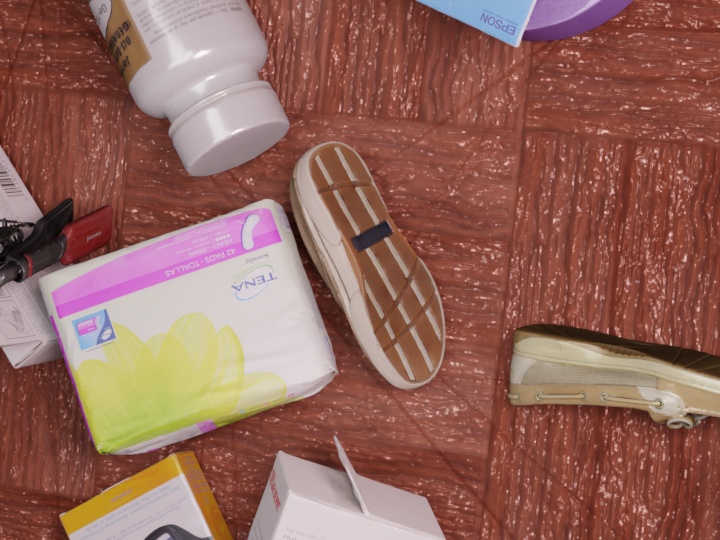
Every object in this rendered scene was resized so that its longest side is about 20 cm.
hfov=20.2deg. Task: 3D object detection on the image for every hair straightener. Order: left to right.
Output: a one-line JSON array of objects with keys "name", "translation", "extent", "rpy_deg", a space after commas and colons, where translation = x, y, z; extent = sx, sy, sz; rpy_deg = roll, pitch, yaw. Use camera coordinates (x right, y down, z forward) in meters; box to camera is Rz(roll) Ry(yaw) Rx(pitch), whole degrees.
[{"name": "hair straightener", "translation": [-0.266, -0.016, 1.581], "extent": [0.077, 0.200, 0.041], "rpy_deg": [12, 114, 15]}]

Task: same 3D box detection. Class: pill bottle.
[{"name": "pill bottle", "translation": [-0.137, -0.181, 1.580], "extent": [0.114, 0.114, 0.200], "rpy_deg": [-30, 79, 18]}]

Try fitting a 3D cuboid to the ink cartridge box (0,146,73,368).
[{"name": "ink cartridge box", "translation": [-0.309, -0.015, 1.608], "extent": [0.045, 0.176, 0.200], "rpy_deg": [-40, 76, 26]}]

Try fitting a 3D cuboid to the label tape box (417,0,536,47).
[{"name": "label tape box", "translation": [0.102, -0.277, 1.451], "extent": [0.143, 0.066, 0.200], "rpy_deg": [27, 101, 19]}]

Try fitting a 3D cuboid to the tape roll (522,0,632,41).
[{"name": "tape roll", "translation": [0.129, -0.274, 1.507], "extent": [0.200, 0.066, 0.201], "rpy_deg": [0, 90, 21]}]

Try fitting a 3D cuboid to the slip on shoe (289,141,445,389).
[{"name": "slip on shoe", "translation": [0.000, 0.000, 1.558], "extent": [0.200, 0.076, 0.061], "rpy_deg": [62, 148, 3]}]

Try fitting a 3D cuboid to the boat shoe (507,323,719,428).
[{"name": "boat shoe", "translation": [0.202, 0.087, 1.472], "extent": [0.200, 0.073, 0.063], "rpy_deg": [11, 100, 23]}]

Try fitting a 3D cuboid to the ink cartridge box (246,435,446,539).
[{"name": "ink cartridge box", "translation": [-0.024, 0.234, 1.502], "extent": [0.125, 0.129, 0.200], "rpy_deg": [19, 97, -9]}]

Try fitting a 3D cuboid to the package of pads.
[{"name": "package of pads", "translation": [-0.131, 0.049, 1.568], "extent": [0.200, 0.068, 0.155], "rpy_deg": [-20, 83, -2]}]

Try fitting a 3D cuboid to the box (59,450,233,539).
[{"name": "box", "translation": [-0.148, 0.259, 1.618], "extent": [0.119, 0.041, 0.200], "rpy_deg": [-29, 82, 18]}]
